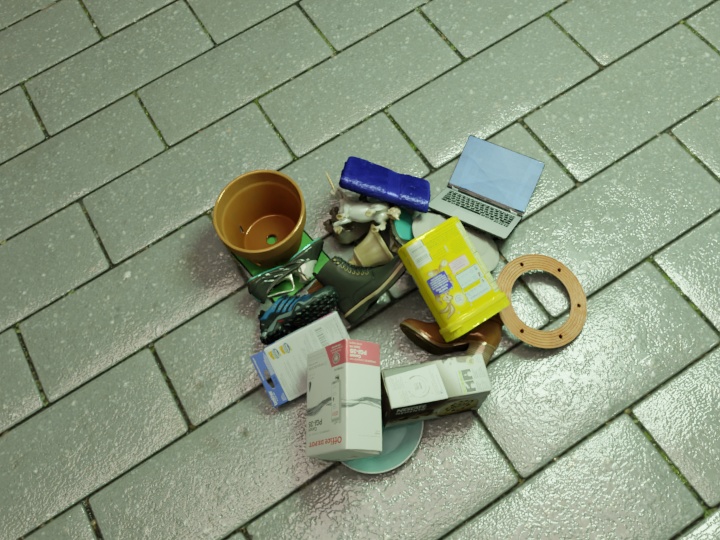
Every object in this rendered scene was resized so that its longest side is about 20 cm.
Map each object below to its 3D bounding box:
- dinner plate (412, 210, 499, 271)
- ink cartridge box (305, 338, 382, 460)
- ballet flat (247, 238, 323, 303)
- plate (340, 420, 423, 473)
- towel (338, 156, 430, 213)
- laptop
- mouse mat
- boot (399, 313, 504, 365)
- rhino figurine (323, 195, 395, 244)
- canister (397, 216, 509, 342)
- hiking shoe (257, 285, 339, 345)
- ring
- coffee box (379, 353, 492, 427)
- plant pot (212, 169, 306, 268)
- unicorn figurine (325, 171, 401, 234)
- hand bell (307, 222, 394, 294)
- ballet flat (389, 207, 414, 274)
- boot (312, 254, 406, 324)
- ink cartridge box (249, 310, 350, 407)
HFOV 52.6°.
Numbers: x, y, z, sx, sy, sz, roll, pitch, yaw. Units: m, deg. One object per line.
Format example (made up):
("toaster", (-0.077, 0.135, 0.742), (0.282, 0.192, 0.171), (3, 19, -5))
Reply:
("dinner plate", (0.204, -0.068, 1.534), (0.198, 0.024, 0.201), (13, 41, -11))
("ink cartridge box", (-0.032, 0.244, 1.358), (0.082, 0.146, 0.202), (13, 66, -32))
("ballet flat", (-0.149, 0.008, 1.570), (0.199, 0.068, 0.069), (-33, 81, -16))
("plate", (0.026, 0.300, 1.435), (0.197, 0.026, 0.202), (-3, 63, 6))
("towel", (0.055, -0.188, 1.557), (0.198, 0.050, 0.148), (15, 21, -5))
("laptop", (0.273, -0.184, 1.583), (0.186, 0.117, 0.200), (24, 34, 18))
("mouse mat", (-0.179, -0.033, 1.633), (0.160, 0.008, 0.200), (-39, 67, -11))
("boot", (0.193, 0.099, 1.480), (0.198, 0.077, 0.156), (21, 70, 14))
("rhino figurine", (0.018, -0.124, 1.621), (0.198, 0.060, 0.088), (-27, 58, -5))
("canister", (0.178, 0.014, 1.410), (0.148, 0.087, 0.201), (-28, 86, -21))
("hiking shoe", (-0.137, 0.075, 1.512), (0.199, 0.074, 0.087), (-31, 55, 16))
("ring", (0.365, 0.062, 1.484), (0.198, 0.019, 0.203), (3, 69, -8))
("coffee box", (0.135, 0.228, 1.384), (0.197, 0.113, 0.081), (-8, 62, -12))
("plant pot", (-0.206, -0.098, 1.586), (0.197, 0.140, 0.202), (-3, 65, 6))
("unicorn figurine", (-0.008, -0.128, 1.543), (0.198, 0.075, 0.138), (17, 29, 8))
("hand bell", (-0.029, -0.006, 1.569), (0.199, 0.104, 0.105), (-32, 64, 5))
("ballet flat", (0.099, -0.044, 1.534), (0.067, 0.076, 0.201), (5, 41, -34))
("boot", (0.000, 0.000, 1.490), (0.139, 0.077, 0.200), (48, 111, 5))
("ink cartridge box", (-0.111, 0.179, 1.476), (0.198, 0.042, 0.120), (-27, 94, -8))
